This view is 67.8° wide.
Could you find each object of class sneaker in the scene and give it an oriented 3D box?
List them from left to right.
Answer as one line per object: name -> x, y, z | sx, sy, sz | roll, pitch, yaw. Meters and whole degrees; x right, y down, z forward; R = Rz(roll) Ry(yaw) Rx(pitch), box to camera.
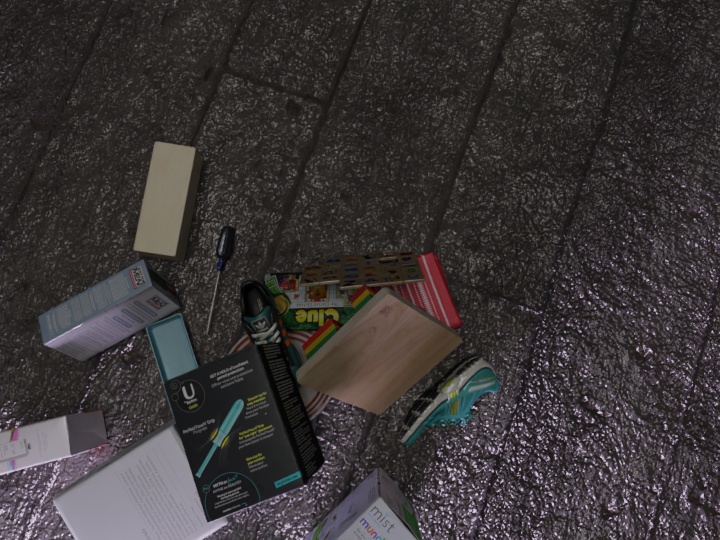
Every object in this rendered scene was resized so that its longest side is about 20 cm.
sneaker -> -0.156, 0.107, 0.881 | 0.071, 0.080, 0.201 | -26, 70, -2
sneaker -> 0.148, 0.229, 0.897 | 0.200, 0.078, 0.080 | -38, 90, -4

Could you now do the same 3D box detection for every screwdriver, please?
screwdriver -> -0.261, 0.015, 0.967 | 0.029, 0.028, 0.201 | 18, 77, -24

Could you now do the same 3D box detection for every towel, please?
towel -> 0.067, 0.065, 0.951 | 0.199, 0.022, 0.145 | -21, 83, 1

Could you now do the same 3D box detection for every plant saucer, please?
plant saucer -> -0.318, 0.181, 0.950 | 0.070, 0.019, 0.201 | -21, 82, -1

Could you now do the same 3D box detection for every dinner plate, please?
dinner plate -> -0.137, 0.179, 0.910 | 0.199, 0.024, 0.201 | 0, 53, 0

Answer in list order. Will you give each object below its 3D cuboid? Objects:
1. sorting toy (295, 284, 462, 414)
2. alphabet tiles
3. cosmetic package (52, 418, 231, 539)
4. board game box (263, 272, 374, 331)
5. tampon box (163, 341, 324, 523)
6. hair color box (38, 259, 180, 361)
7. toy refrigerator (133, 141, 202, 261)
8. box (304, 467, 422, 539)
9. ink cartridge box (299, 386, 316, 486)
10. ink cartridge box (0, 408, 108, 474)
sorting toy -> 0.026, 0.120, 0.859 | 0.200, 0.198, 0.070 | -45, 41, 15
alphabet tiles -> 0.000, 0.000, 0.898 | 0.198, 0.167, 0.008 | -6, 108, 2
cosmetic package -> -0.314, 0.344, 0.838 | 0.199, 0.167, 0.167 | -32, 90, -4
board game box -> -0.075, 0.053, 0.939 | 0.198, 0.023, 0.106 | -3, 74, 10
tampon box -> -0.165, 0.225, 0.783 | 0.149, 0.126, 0.201 | -22, 81, 6
hair color box -> -0.429, 0.071, 0.926 | 0.199, 0.099, 0.061 | -29, 62, -2
toy refrigerator -> -0.347, -0.123, 0.976 | 0.075, 0.070, 0.202 | 8, 82, -3
box -> -0.005, 0.408, 0.809 | 0.176, 0.200, 0.097 | -42, 82, -5
ink cartridge box -> -0.126, 0.259, 0.919 | 0.099, 0.039, 0.202 | 3, 80, 4
ink cartridge box -> -0.548, 0.291, 0.892 | 0.199, 0.117, 0.068 | -14, 81, 1
